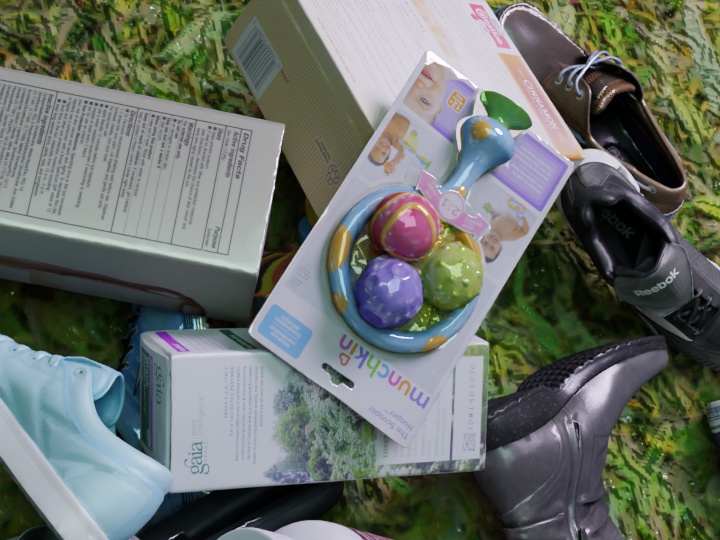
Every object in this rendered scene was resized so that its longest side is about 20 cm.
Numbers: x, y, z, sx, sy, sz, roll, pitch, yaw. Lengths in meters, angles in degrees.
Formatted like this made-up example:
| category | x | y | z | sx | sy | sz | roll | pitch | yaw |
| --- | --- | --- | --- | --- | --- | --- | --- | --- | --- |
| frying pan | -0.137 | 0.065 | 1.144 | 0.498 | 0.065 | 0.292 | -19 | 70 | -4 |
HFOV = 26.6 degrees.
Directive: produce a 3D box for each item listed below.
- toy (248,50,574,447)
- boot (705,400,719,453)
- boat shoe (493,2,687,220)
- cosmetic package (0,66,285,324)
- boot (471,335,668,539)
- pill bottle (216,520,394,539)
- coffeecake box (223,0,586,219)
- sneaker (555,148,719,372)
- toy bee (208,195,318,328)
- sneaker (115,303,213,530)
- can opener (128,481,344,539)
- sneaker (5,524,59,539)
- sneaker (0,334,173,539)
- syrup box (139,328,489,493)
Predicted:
| category | x | y | z | sx | sy | sz | roll | pitch | yaw |
| --- | --- | --- | --- | --- | --- | --- | --- | --- | --- |
| toy | 0.038 | -0.017 | 0.859 | 0.115 | 0.047 | 0.201 | 36 | 71 | -12 |
| boot | 0.342 | 0.115 | 1.067 | 0.197 | 0.073 | 0.092 | -13 | 81 | -9 |
| boat shoe | 0.168 | -0.123 | 1.098 | 0.072 | 0.072 | 0.200 | -39 | 84 | -23 |
| cosmetic package | -0.151 | -0.044 | 0.907 | 0.197 | 0.087 | 0.105 | 12 | 66 | -3 |
| boot | 0.149 | 0.129 | 1.007 | 0.199 | 0.070 | 0.133 | -23 | 91 | -36 |
| pill bottle | -0.004 | 0.206 | 0.864 | 0.199 | 0.112 | 0.115 | 26 | 60 | -46 |
| coffeecake box | 0.032 | -0.112 | 0.999 | 0.198 | 0.073 | 0.155 | -2 | 54 | -45 |
| sneaker | 0.205 | 0.007 | 1.038 | 0.066 | 0.091 | 0.200 | -41 | 99 | 15 |
| toy bee | 0.000 | 0.000 | 0.985 | 0.199 | 0.109 | 0.132 | -35 | 126 | -8 |
| sneaker | -0.136 | 0.069 | 0.956 | 0.089 | 0.078 | 0.203 | -4 | 72 | -11 |
| can opener | -0.091 | 0.160 | 0.886 | 0.063 | 0.079 | 0.199 | 33 | 46 | 26 |
| sneaker | -0.149 | 0.222 | 0.909 | 0.200 | 0.088 | 0.075 | 45 | 50 | -22 |
| sneaker | -0.176 | 0.075 | 0.859 | 0.082 | 0.074 | 0.200 | -36 | 65 | -16 |
| syrup box | -0.028 | 0.077 | 0.898 | 0.197 | 0.081 | 0.080 | -1 | 98 | -19 |
